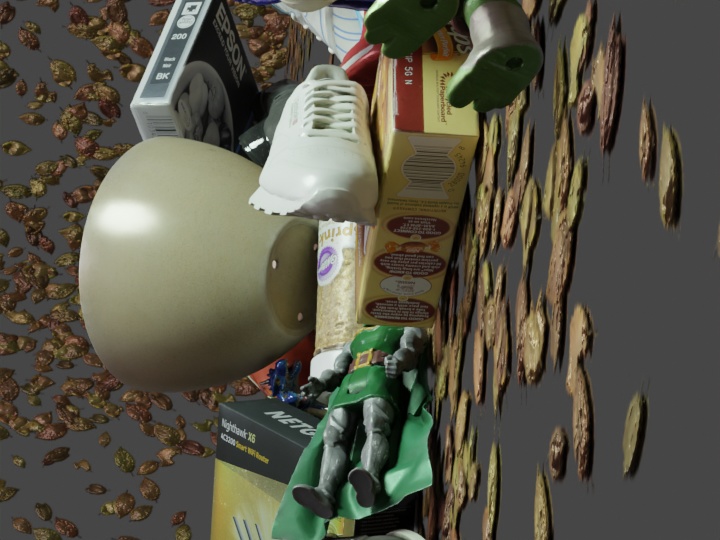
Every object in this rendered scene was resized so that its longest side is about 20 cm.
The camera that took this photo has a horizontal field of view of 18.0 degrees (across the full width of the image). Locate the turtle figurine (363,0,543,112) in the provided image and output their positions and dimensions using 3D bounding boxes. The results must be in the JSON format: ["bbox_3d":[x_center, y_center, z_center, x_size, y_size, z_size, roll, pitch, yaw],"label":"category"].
[{"bbox_3d":[0.009,-0.165,1.149,0.144,0.199,0.194,75,-178,-50],"label":"turtle figurine"}]

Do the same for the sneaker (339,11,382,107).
[{"bbox_3d":[0.019,-0.170,1.544,0.200,0.078,0.116,130,142,-80],"label":"sneaker"}]

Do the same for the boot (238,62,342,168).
[{"bbox_3d":[-0.023,-0.140,1.859,0.070,0.132,0.200,50,-166,-15],"label":"boot"}]

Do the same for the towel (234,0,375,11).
[{"bbox_3d":[-0.009,-0.257,1.394,0.147,0.050,0.200,9,75,42],"label":"towel"}]

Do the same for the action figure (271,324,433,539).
[{"bbox_3d":[0.004,0.082,1.475,0.055,0.118,0.200,60,-154,-29],"label":"action figure"}]

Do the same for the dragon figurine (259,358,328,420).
[{"bbox_3d":[-0.031,0.128,1.767,0.200,0.099,0.059,96,176,-61],"label":"dragon figurine"}]

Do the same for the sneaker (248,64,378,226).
[{"bbox_3d":[-0.024,-0.075,1.369,0.200,0.076,0.081,-117,40,-76],"label":"sneaker"}]

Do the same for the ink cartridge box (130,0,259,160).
[{"bbox_3d":[-0.121,-0.140,1.893,0.198,0.043,0.200,72,-153,-47],"label":"ink cartridge box"}]

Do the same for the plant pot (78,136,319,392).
[{"bbox_3d":[-0.100,0.000,1.738,0.200,0.134,0.201,-12,-75,-57],"label":"plant pot"}]

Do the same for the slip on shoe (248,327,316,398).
[{"bbox_3d":[-0.052,0.092,1.908,0.200,0.074,0.061,62,167,-5],"label":"slip on shoe"}]

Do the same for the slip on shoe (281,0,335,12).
[{"bbox_3d":[0.003,-0.236,1.293,0.200,0.061,0.076,-46,50,24],"label":"slip on shoe"}]

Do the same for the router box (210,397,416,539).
[{"bbox_3d":[-0.038,0.191,1.603,0.200,0.052,0.158,20,109,56],"label":"router box"}]

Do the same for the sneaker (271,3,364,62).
[{"bbox_3d":[-0.022,-0.197,1.676,0.075,0.086,0.200,-49,-59,-65],"label":"sneaker"}]

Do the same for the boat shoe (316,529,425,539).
[{"bbox_3d":[-0.011,0.202,1.433,0.201,0.060,0.072,161,107,-65],"label":"boat shoe"}]

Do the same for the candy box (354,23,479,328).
[{"bbox_3d":[0.033,-0.067,1.413,0.200,0.055,0.116,102,171,-54],"label":"candy box"}]

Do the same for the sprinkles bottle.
[{"bbox_3d":[0.000,0.000,1.693,0.068,0.068,0.201,106,167,-70],"label":"sprinkles bottle"}]
